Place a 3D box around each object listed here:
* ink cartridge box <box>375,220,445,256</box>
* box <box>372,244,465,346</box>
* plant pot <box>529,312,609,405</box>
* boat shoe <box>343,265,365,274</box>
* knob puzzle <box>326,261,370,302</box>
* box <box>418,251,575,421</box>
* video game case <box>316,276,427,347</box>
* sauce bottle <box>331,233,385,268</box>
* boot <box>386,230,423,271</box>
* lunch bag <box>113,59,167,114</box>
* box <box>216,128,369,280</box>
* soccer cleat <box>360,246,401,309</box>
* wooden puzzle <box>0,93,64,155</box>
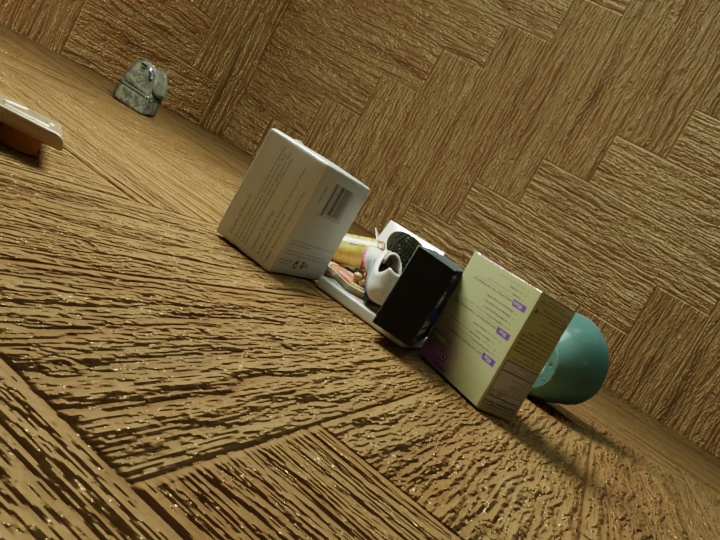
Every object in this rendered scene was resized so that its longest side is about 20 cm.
[{"bbox_3d":[0.108,-0.017,1.706,0.198,0.126,0.129,32,-15,24],"label":"ink cartridge box"},{"bbox_3d":[0.105,0.041,1.123,0.078,0.144,0.200,31,7,12],"label":"box"},{"bbox_3d":[0.404,0.187,1.429,0.158,0.205,0.199,7,21,-44],"label":"plant pot"},{"bbox_3d":[0.000,0.000,1.440,0.197,0.075,0.069,29,0,-24],"label":"boat shoe"},{"bbox_3d":[0.011,0.023,1.304,0.216,0.031,0.220,31,6,-4],"label":"knob puzzle"},{"bbox_3d":[0.217,0.104,1.088,0.095,0.203,0.175,26,7,-35],"label":"box"},{"bbox_3d":[0.033,0.079,1.227,0.198,0.023,0.181,34,7,23],"label":"video game case"},{"bbox_3d":[-0.047,-0.046,1.372,0.194,0.068,0.066,10,9,-5],"label":"sauce bottle"},{"bbox_3d":[0.128,-0.013,1.370,0.182,0.073,0.200,46,11,-1],"label":"boot"},{"bbox_3d":[-0.776,-0.660,2.395,0.137,0.171,0.200,29,7,-5],"label":"lunch bag"},{"bbox_3d":[-0.111,-0.107,1.160,0.129,0.203,0.198,34,8,22],"label":"box"},{"bbox_3d":[0.046,-0.006,1.221,0.069,0.087,0.201,28,22,-15],"label":"soccer cleat"},{"bbox_3d":[-0.494,-0.212,0.889,0.183,0.047,0.199,28,3,-32],"label":"wooden puzzle"}]
